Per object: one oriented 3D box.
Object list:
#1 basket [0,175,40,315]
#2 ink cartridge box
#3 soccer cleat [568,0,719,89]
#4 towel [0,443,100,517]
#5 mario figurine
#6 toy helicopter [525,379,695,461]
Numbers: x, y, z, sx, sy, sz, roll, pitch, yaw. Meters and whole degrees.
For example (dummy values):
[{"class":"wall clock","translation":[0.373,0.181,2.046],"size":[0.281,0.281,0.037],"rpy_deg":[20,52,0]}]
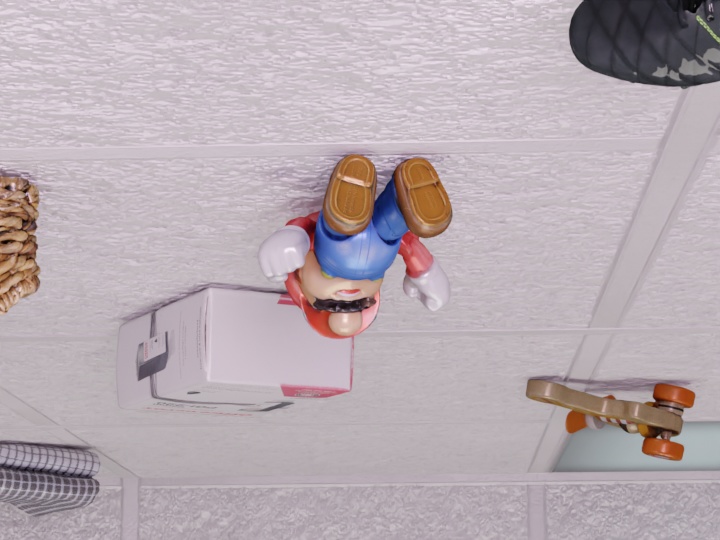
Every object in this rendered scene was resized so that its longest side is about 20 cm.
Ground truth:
[{"class":"basket","translation":[-0.293,0.023,1.302],"size":[0.142,0.150,0.200],"rpy_deg":[7,165,-30]},{"class":"ink cartridge box","translation":[-0.114,0.076,1.719],"size":[0.145,0.086,0.200],"rpy_deg":[6,168,-28]},{"class":"soccer cleat","translation":[0.185,-0.126,0.841],"size":[0.198,0.068,0.081],"rpy_deg":[-5,150,17]},{"class":"towel","translation":[-0.483,0.299,2.770],"size":[0.165,0.086,0.199],"rpy_deg":[8,165,-33]},{"class":"mario figurine","translation":[0.000,0.000,1.290],"size":[0.123,0.106,0.200],"rpy_deg":[34,157,1]},{"class":"toy helicopter","translation":[0.268,0.153,2.182],"size":[0.199,0.080,0.132],"rpy_deg":[17,171,-24]}]
